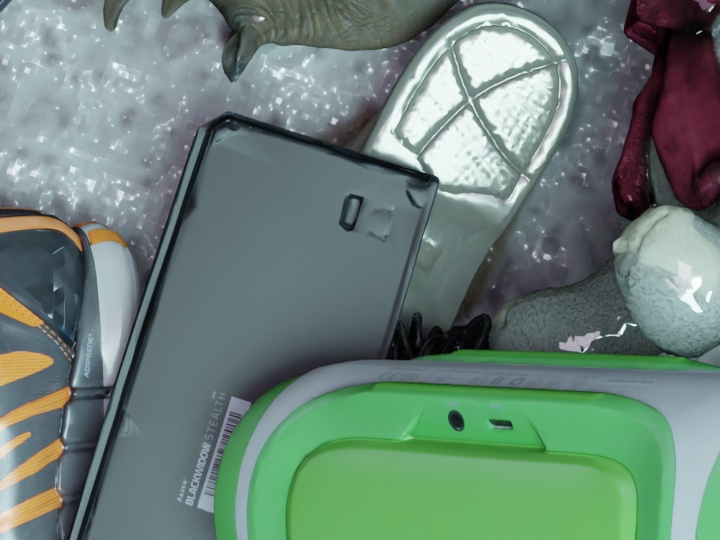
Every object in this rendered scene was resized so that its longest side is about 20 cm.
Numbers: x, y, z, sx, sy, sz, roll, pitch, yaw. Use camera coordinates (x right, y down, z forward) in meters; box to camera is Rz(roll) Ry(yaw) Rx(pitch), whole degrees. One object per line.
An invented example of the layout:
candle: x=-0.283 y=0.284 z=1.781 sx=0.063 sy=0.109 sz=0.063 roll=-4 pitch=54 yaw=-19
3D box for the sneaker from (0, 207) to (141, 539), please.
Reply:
sneaker: x=-0.134 y=0.079 z=0.874 sx=0.112 sy=0.078 sz=0.201 roll=5 pitch=81 yaw=-26

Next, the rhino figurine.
rhino figurine: x=0.009 y=-0.117 z=0.886 sx=0.199 sy=0.060 sz=0.088 roll=-24 pitch=110 yaw=2

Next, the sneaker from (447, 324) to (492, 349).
sneaker: x=0.031 y=0.114 z=0.902 sx=0.086 sy=0.080 sz=0.201 roll=23 pitch=89 yaw=-26

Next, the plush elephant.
plush elephant: x=0.102 y=-0.076 z=0.790 sx=0.200 sy=0.165 sz=0.155 roll=-32 pitch=88 yaw=-8

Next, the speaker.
speaker: x=0.050 y=0.067 z=0.738 sx=0.088 sy=0.200 sz=0.089 roll=-1 pitch=91 yaw=-42

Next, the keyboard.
keyboard: x=-0.029 y=0.060 z=0.858 sx=0.104 sy=0.040 sz=0.201 roll=18 pitch=89 yaw=-1

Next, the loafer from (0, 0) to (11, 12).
loafer: x=-0.096 y=-0.161 z=0.884 sx=0.072 sy=0.063 sz=0.200 roll=31 pitch=92 yaw=-2

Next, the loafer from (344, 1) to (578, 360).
loafer: x=0.000 y=0.000 z=0.896 sx=0.072 sy=0.063 sz=0.200 roll=36 pitch=97 yaw=-7
